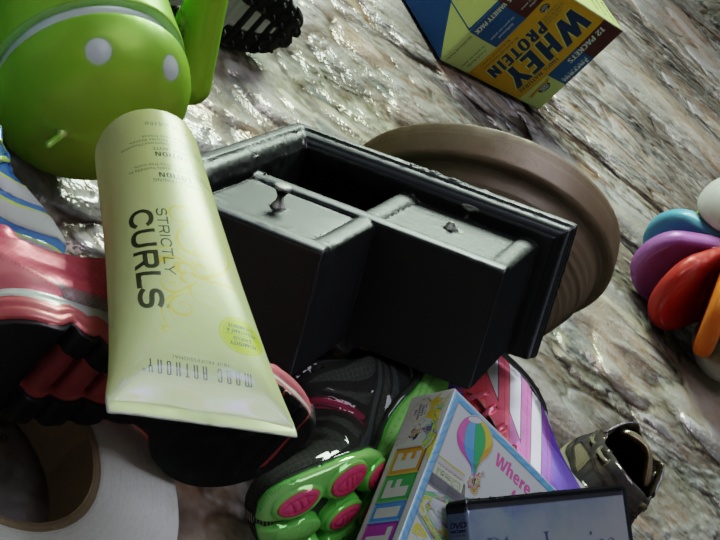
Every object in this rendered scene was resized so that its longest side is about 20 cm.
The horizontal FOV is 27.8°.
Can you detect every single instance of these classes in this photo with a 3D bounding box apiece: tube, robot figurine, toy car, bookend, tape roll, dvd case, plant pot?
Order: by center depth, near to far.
[{"bbox_3d":[-0.080,0.000,0.625,0.201,0.058,0.052,-110,176,-52],"label":"tube"},{"bbox_3d":[-0.165,0.075,0.625,0.202,0.037,0.204,39,25,-22],"label":"tape roll"},{"bbox_3d":[0.109,0.219,0.773,0.142,0.017,0.202,3,75,-44],"label":"dvd case"},{"bbox_3d":[-0.165,-0.137,0.836,0.174,0.116,0.201,5,48,-35],"label":"robot figurine"},{"bbox_3d":[0.000,0.000,0.842,0.197,0.093,0.200,21,19,16],"label":"bookend"},{"bbox_3d":[0.073,-0.002,0.996,0.200,0.200,0.093,35,55,-27],"label":"plant pot"},{"bbox_3d":[0.353,0.009,1.493,0.148,0.176,0.201,1,40,-10],"label":"toy car"}]

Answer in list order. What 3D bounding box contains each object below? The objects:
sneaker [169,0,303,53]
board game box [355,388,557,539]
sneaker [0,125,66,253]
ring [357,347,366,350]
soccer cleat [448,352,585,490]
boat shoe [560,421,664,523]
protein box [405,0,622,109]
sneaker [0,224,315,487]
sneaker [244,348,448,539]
[{"bbox_3d":[-0.121,-0.230,1.108,0.199,0.066,0.091,16,43,-48],"label":"sneaker"},{"bbox_3d":[0.079,0.180,0.793,0.200,0.034,0.135,45,51,-26],"label":"board game box"},{"bbox_3d":[-0.205,-0.075,0.692,0.199,0.105,0.076,38,26,-22],"label":"sneaker"},{"bbox_3d":[0.064,0.127,0.961,0.200,0.019,0.201,39,27,-24],"label":"ring"},{"bbox_3d":[0.092,0.123,0.915,0.073,0.068,0.201,-10,65,-58],"label":"soccer cleat"},{"bbox_3d":[0.185,0.151,1.047,0.075,0.073,0.200,52,15,1],"label":"boat shoe"},{"bbox_3d":[0.149,-0.317,1.610,0.199,0.135,0.200,16,39,-50],"label":"protein box"},{"bbox_3d":[-0.098,0.033,0.668,0.199,0.074,0.087,28,30,-40],"label":"sneaker"},{"bbox_3d":[-0.019,0.100,0.817,0.083,0.077,0.200,23,23,16],"label":"sneaker"}]
